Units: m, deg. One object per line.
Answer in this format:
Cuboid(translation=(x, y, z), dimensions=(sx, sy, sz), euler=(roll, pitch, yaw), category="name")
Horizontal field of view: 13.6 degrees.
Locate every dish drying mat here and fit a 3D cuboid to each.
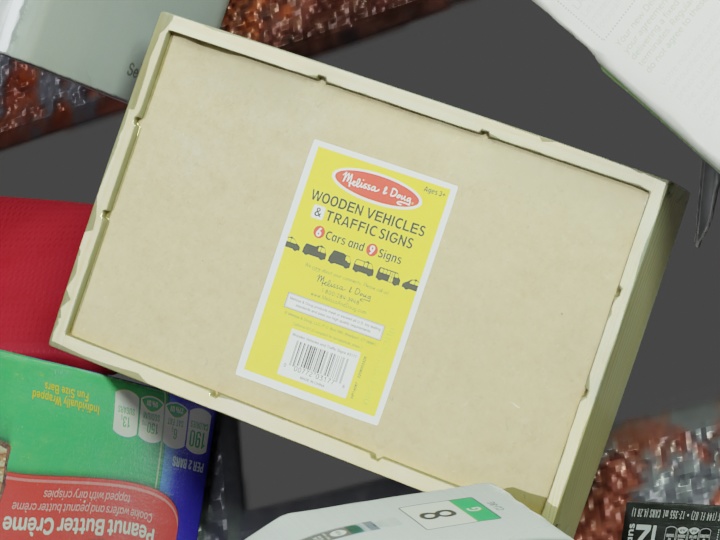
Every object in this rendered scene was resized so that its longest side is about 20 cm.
Cuboid(translation=(-0.151, 0.003, 1.156), dimensions=(0.199, 0.018, 0.077), euler=(5, 51, 36), category="dish drying mat")

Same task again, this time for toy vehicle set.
Cuboid(translation=(0.000, 0.000, 1.030), dimensions=(0.199, 0.026, 0.125), euler=(20, 90, 23), category="toy vehicle set")

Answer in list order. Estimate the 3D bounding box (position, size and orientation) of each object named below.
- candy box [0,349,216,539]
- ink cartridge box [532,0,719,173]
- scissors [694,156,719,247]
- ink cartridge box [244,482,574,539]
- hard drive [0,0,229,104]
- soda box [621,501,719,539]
Cuboid(translation=(-0.142, 0.128, 1.042), dimensions=(0.077, 0.169, 0.202), euler=(4, 81, 39), category="candy box")
Cuboid(translation=(0.122, -0.121, 0.956), dimensions=(0.200, 0.048, 0.146), euler=(43, 105, 17), category="ink cartridge box")
Cuboid(translation=(0.125, -0.111, 1.008), dimensions=(0.073, 0.014, 0.201), euler=(23, 94, 35), category="scissors")
Cuboid(translation=(-0.020, 0.116, 0.884), dimensions=(0.161, 0.199, 0.050), euler=(-149, 56, -66), category="ink cartridge box")
Cuboid(translation=(-0.066, -0.161, 1.080), dimensions=(0.027, 0.132, 0.201), euler=(21, 91, 25), category="hard drive")
Cuboid(translation=(0.160, 0.104, 0.860), dimensions=(0.199, 0.070, 0.064), euler=(-2, 77, 55), category="soda box")
